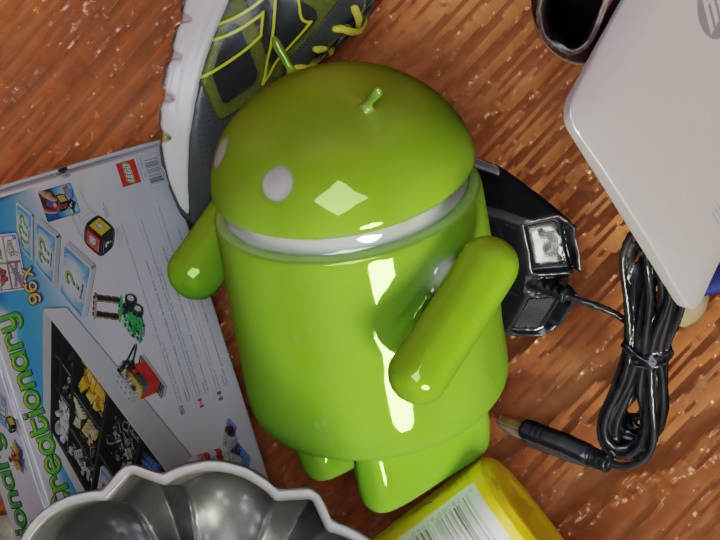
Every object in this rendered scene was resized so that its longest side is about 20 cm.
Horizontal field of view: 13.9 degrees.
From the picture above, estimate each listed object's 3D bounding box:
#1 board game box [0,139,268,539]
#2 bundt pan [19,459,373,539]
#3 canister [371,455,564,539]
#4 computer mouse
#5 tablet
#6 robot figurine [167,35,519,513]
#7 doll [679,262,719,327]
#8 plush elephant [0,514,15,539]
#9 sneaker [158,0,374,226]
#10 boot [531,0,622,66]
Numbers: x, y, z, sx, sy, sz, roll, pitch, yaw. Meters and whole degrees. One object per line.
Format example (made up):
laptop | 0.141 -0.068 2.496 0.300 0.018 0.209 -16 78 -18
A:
board game box | -0.114 0.052 1.332 0.035 0.126 0.201 -15 92 48
bundt pan | -0.065 0.174 1.243 0.201 0.076 0.203 0 94 4
canister | 0.019 0.196 1.319 0.200 0.087 0.149 -37 92 8
computer mouse | 0.063 0.011 1.341 0.199 0.046 0.141 18 128 25
tablet | 0.154 -0.098 1.256 0.014 0.130 0.200 4 53 39
robot figurine | 0.000 0.000 1.265 0.115 0.175 0.201 -27 123 -29
doll | 0.232 -0.030 1.286 0.199 0.137 0.049 -14 112 25
plush elephant | -0.197 0.176 1.338 0.154 0.200 0.165 20 98 -19
sneaker | -0.036 -0.113 1.333 0.084 0.074 0.201 14 95 5
boot | 0.129 -0.181 1.263 0.072 0.166 0.201 22 96 4
